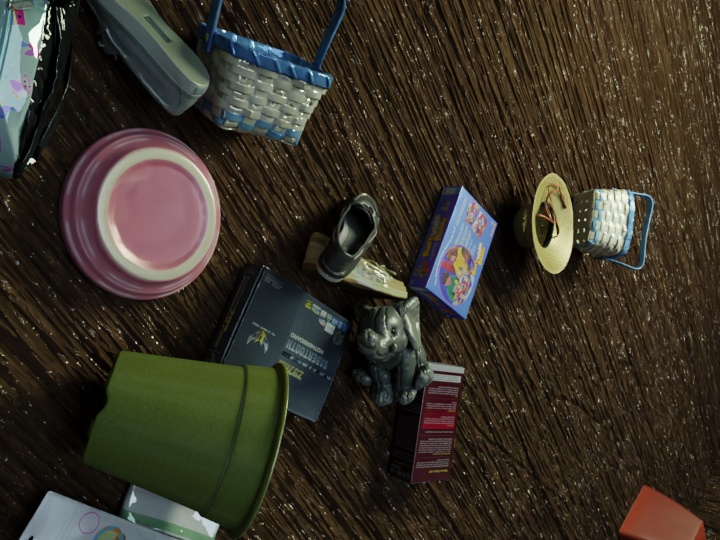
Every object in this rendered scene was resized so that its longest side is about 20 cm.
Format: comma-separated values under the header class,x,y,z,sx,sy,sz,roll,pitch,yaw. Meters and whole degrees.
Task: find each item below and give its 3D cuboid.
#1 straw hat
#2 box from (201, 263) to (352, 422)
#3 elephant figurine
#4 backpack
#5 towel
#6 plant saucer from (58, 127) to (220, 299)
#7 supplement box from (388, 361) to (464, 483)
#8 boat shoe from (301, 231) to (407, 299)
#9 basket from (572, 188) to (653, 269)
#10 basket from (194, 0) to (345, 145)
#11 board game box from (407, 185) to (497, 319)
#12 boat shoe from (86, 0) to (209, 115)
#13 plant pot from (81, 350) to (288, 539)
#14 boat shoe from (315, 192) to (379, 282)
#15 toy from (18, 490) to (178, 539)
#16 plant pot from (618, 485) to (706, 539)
class,x,y,z,sx,sy,sz,roll,pitch,yaw
straw hat,0.365,-0.094,1.323,0.199,0.084,0.206,1,88,-48
box,-0.111,0.106,0.899,0.199,0.050,0.160,37,69,-40
elephant figurine,0.043,0.099,0.974,0.140,0.155,0.202,-29,132,-16
backpack,-0.342,-0.191,0.594,0.124,0.166,0.204,14,87,-24
towel,-0.211,0.246,0.829,0.149,0.030,0.203,36,68,-41
plant saucer,-0.247,-0.065,0.754,0.198,0.050,0.205,-6,98,-43
supplement box,0.118,0.265,1.129,0.108,0.060,0.204,14,83,-43
boat shoe,0.000,0.000,0.983,0.198,0.073,0.064,22,72,-39
basket,0.591,-0.108,1.489,0.196,0.139,0.180,13,84,-13
basket,-0.117,-0.270,0.779,0.174,0.139,0.202,8,117,-44
board game box,0.172,-0.032,1.167,0.134,0.044,0.203,36,69,-40
boat shoe,-0.256,-0.258,0.704,0.201,0.071,0.070,49,27,-6
plant pot,-0.203,0.177,0.724,0.187,0.200,0.204,20,79,-16
boat shoe,-0.005,-0.061,0.936,0.066,0.057,0.201,36,41,-9
toy,-0.305,0.338,0.732,0.199,0.047,0.117,39,67,-32
plant pot,0.883,0.786,1.839,0.199,0.174,0.203,-37,118,-35
